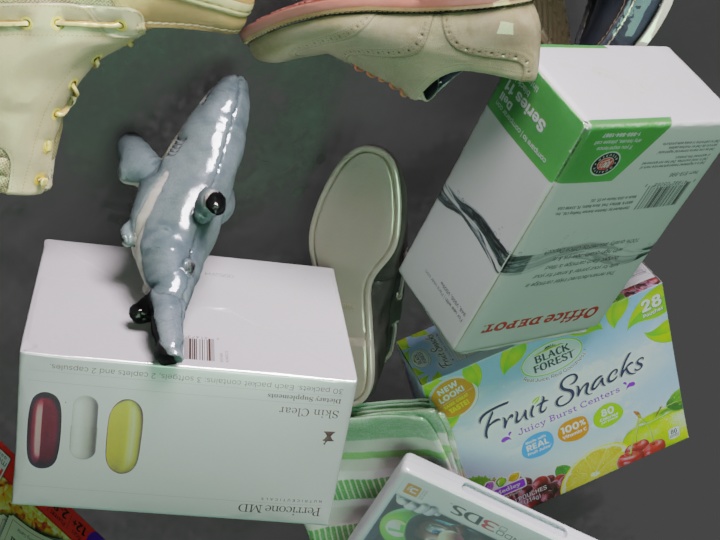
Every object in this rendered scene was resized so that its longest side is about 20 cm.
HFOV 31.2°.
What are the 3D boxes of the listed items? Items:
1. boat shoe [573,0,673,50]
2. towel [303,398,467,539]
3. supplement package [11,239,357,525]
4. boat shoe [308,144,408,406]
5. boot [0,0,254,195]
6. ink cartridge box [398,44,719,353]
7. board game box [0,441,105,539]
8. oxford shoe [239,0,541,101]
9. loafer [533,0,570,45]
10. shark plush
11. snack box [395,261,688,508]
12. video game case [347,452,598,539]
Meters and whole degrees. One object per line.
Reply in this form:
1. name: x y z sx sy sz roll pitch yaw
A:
1. boat shoe: 0.186 -0.223 0.856 0.062 0.075 0.200 18 109 -28
2. towel: 0.017 0.182 1.007 0.152 0.023 0.200 -7 126 20
3. supplement package: -0.115 0.070 0.841 0.200 0.156 0.111 5 116 -10
4. boat shoe: 0.000 0.000 0.931 0.067 0.057 0.200 13 113 14
5. boot: -0.173 -0.122 0.786 0.200 0.073 0.156 4 115 -19
6. ink cartridge box: 0.133 -0.047 0.862 0.146 0.083 0.200 -6 138 -37
7. board game box: -0.261 0.236 0.881 0.046 0.200 0.152 -14 129 31
8. oxford shoe: 0.015 -0.137 0.790 0.071 0.200 0.074 -32 116 -54
9. loafer: 0.077 -0.188 0.842 0.067 0.076 0.200 -15 137 30
10. shark plush: -0.113 -0.035 0.798 0.091 0.200 0.083 40 131 -21
11. snack box: 0.146 0.095 1.016 0.200 0.068 0.169 -23 125 -7
12. video game case: 0.076 0.243 1.010 0.182 0.023 0.200 26 130 -4
